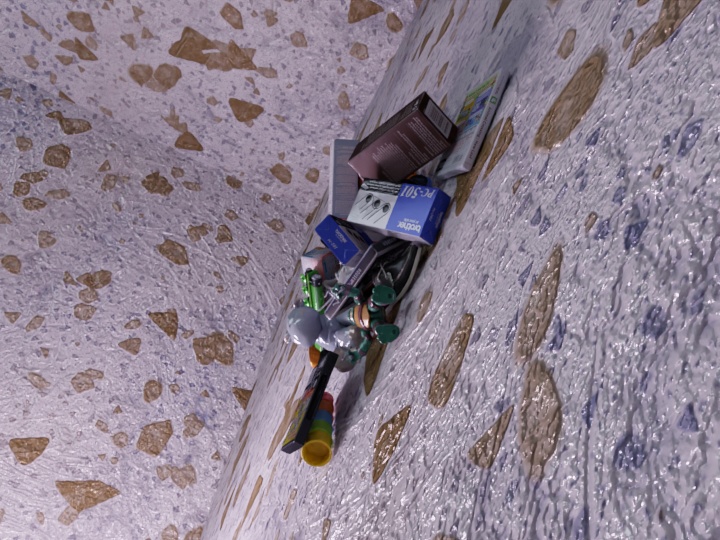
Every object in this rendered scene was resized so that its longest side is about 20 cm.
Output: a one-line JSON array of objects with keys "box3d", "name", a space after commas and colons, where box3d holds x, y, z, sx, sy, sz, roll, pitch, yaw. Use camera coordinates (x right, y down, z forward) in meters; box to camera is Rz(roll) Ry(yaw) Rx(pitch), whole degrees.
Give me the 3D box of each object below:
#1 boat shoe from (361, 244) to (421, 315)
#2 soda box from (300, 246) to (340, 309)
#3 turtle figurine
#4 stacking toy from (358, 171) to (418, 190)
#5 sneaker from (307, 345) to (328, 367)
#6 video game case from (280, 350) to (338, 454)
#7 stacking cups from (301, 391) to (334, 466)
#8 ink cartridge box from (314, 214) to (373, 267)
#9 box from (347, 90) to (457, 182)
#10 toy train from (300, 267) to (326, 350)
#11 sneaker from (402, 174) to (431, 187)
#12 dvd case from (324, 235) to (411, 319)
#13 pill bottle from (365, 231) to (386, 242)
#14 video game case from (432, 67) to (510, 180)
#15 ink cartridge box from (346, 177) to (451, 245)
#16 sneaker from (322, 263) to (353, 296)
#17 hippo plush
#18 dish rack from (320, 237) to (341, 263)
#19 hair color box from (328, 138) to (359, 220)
[{"box3d": [0.054, 0.017, 1.331, 0.200, 0.067, 0.072, -54, 14, 49], "name": "boat shoe"}, {"box3d": [-0.081, 0.050, 1.668, 0.063, 0.068, 0.203, -32, -58, -45], "name": "soda box"}, {"box3d": [0.003, 0.085, 1.310, 0.100, 0.152, 0.199, -24, 4, -27], "name": "turtle figurine"}, {"box3d": [0.045, -0.226, 1.535, 0.200, 0.144, 0.148, 52, -121, -72], "name": "stacking toy"}, {"box3d": [-0.086, 0.179, 1.759, 0.201, 0.075, 0.093, -67, -2, -51], "name": "sneaker"}, {"box3d": [-0.101, 0.265, 1.410, 0.200, 0.025, 0.183, 126, 167, -68], "name": "video game case"}, {"box3d": [-0.075, 0.307, 1.427, 0.200, 0.060, 0.061, -78, 14, -69], "name": "stacking cups"}, {"box3d": [-0.015, -0.051, 1.421, 0.044, 0.094, 0.200, -42, -13, 10], "name": "ink cartridge box"}, {"box3d": [0.080, -0.239, 1.372, 0.199, 0.100, 0.075, -31, 25, 38], "name": "box"}, {"box3d": [-0.099, 0.090, 1.625, 0.056, 0.041, 0.203, 26, 129, 48], "name": "toy train"}, {"box3d": [0.100, -0.162, 1.456, 0.200, 0.077, 0.071, -94, 29, -69], "name": "sneaker"}, {"box3d": [0.021, 0.004, 1.406, 0.150, 0.025, 0.201, -28, -20, -49], "name": "dvd case"}, {"box3d": [-0.015, -0.057, 1.755, 0.113, 0.111, 0.201, -77, 14, -49], "name": "pill bottle"}, {"box3d": [0.198, -0.259, 1.305, 0.200, 0.022, 0.184, -168, 100, -82], "name": "video game case"}, {"box3d": [0.067, -0.112, 1.320, 0.199, 0.044, 0.095, 17, 82, 47], "name": "ink cartridge box"}, {"box3d": [0.000, 0.000, 1.564, 0.200, 0.080, 0.077, -44, 14, 27], "name": "sneaker"}, {"box3d": [-0.074, 0.109, 1.537, 0.200, 0.159, 0.161, -135, 68, -80], "name": "hippo plush"}, {"box3d": [-0.057, 0.018, 1.710, 0.054, 0.153, 0.201, -30, -20, -46], "name": "dish rack"}, {"box3d": [-0.039, -0.186, 1.610, 0.099, 0.060, 0.204, -172, 84, -83], "name": "hair color box"}]
